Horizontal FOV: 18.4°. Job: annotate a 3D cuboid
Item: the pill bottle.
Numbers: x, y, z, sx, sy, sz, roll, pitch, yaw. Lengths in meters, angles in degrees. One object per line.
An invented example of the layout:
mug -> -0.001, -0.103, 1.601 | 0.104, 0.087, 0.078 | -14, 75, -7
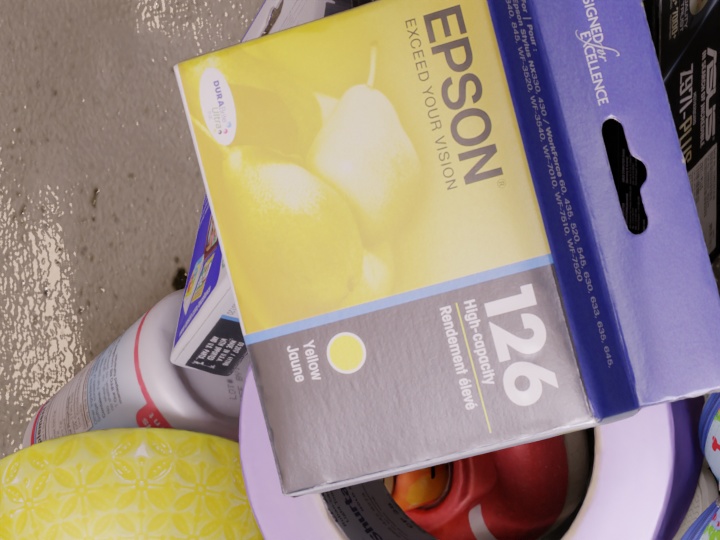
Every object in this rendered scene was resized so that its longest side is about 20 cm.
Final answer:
pill bottle -> -0.133, 0.102, 1.328 | 0.200, 0.109, 0.109 | -40, 69, 39

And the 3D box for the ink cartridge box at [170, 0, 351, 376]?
ink cartridge box -> -0.044, -0.070, 1.198 | 0.198, 0.043, 0.200 | 129, 152, -58

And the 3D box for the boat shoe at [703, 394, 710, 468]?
boat shoe -> 0.153, 0.101, 1.094 | 0.076, 0.060, 0.200 | 31, 116, 35

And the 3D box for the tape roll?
tape roll -> 0.052, 0.073, 1.007 | 0.200, 0.085, 0.200 | 1, 94, 19

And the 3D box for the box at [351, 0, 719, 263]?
box -> 0.087, -0.093, 1.052 | 0.164, 0.086, 0.200 | 15, 127, 29

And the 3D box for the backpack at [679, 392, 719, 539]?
backpack -> 0.231, 0.101, 0.948 | 0.200, 0.183, 0.147 | -62, 33, 33

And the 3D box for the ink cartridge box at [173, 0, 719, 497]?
ink cartridge box -> 0.038, -0.020, 0.940 | 0.200, 0.047, 0.198 | -16, 85, 21

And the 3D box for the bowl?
bowl -> -0.127, 0.183, 1.256 | 0.200, 0.200, 0.108 | -38, 45, 39

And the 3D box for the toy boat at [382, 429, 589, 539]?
toy boat -> 0.021, 0.104, 1.170 | 0.200, 0.131, 0.131 | -38, 71, 39

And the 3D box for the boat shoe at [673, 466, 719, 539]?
boat shoe -> 0.181, 0.182, 1.061 | 0.072, 0.068, 0.200 | -123, 25, -71
